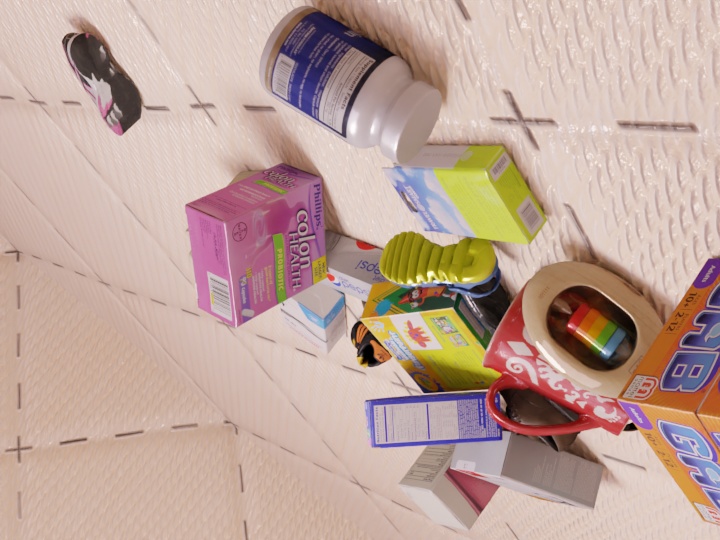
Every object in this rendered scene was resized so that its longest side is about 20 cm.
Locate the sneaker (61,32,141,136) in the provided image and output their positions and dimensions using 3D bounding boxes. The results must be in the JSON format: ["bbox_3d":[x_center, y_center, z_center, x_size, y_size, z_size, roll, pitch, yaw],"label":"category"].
[{"bbox_3d":[-0.448,-0.332,1.805,0.086,0.080,0.202,35,153,46],"label":"sneaker"}]

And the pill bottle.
[{"bbox_3d":[-0.011,-0.213,1.213,0.199,0.116,0.116,33,158,17],"label":"pill bottle"}]

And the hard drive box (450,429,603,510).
[{"bbox_3d":[0.276,0.327,1.740,0.198,0.078,0.155,23,166,-22],"label":"hard drive box"}]

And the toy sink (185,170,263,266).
[{"bbox_3d":[-0.205,-0.051,1.745,0.131,0.201,0.111,49,157,-25],"label":"toy sink"}]

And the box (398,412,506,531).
[{"bbox_3d":[0.184,0.344,1.855,0.109,0.201,0.128,45,159,-14],"label":"box"}]

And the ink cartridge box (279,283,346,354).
[{"bbox_3d":[-0.090,0.085,1.997,0.115,0.068,0.201,34,158,18],"label":"ink cartridge box"}]

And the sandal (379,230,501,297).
[{"bbox_3d":[0.110,-0.001,1.404,0.198,0.081,0.087,10,163,42],"label":"sandal"}]

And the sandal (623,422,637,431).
[{"bbox_3d":[0.374,0.196,1.447,0.082,0.055,0.199,49,157,-22],"label":"sandal"}]

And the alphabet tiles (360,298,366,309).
[{"bbox_3d":[0.068,0.112,1.719,0.200,0.006,0.167,44,-165,-26],"label":"alphabet tiles"}]

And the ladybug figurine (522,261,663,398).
[{"bbox_3d":[0.287,0.073,1.270,0.200,0.136,0.072,42,-172,12],"label":"ladybug figurine"}]

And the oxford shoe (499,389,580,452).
[{"bbox_3d":[0.253,0.209,1.638,0.199,0.085,0.073,37,161,13],"label":"oxford shoe"}]

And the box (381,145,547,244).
[{"bbox_3d":[0.126,-0.097,1.301,0.199,0.048,0.122,11,144,54],"label":"box"}]

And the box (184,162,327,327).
[{"bbox_3d":[-0.155,-0.042,1.599,0.096,0.199,0.178,22,126,37],"label":"box"}]

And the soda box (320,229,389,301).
[{"bbox_3d":[0.000,0.000,1.677,0.198,0.068,0.064,22,153,41],"label":"soda box"}]

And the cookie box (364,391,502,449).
[{"bbox_3d":[0.107,0.228,1.606,0.196,0.077,0.171,-3,174,-1],"label":"cookie box"}]

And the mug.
[{"bbox_3d":[0.268,0.136,1.373,0.198,0.179,0.133,29,-164,14],"label":"mug"}]

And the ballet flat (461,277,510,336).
[{"bbox_3d":[0.192,0.068,1.483,0.200,0.067,0.056,48,147,-22],"label":"ballet flat"}]

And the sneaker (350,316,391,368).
[{"bbox_3d":[0.014,0.136,1.888,0.070,0.090,0.200,44,158,-11],"label":"sneaker"}]

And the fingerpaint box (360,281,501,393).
[{"bbox_3d":[0.123,0.096,1.564,0.165,0.074,0.200,-9,136,36],"label":"fingerpaint box"}]

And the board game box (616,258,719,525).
[{"bbox_3d":[0.421,0.130,1.034,0.201,0.200,0.199,50,156,-24],"label":"board game box"}]
